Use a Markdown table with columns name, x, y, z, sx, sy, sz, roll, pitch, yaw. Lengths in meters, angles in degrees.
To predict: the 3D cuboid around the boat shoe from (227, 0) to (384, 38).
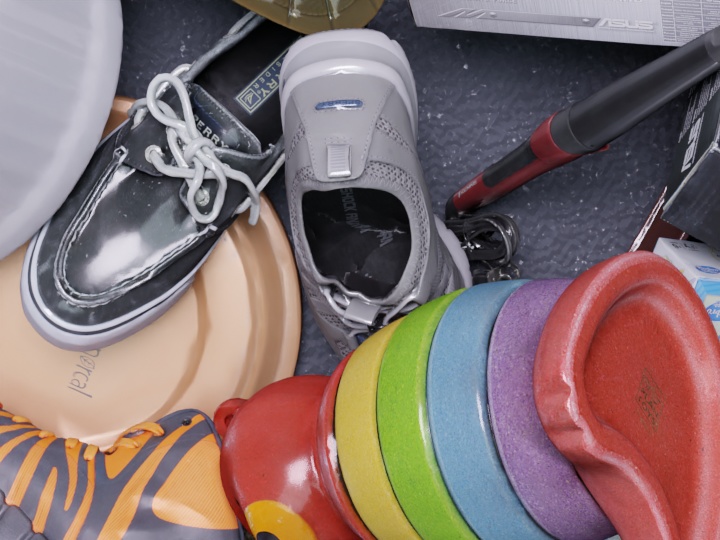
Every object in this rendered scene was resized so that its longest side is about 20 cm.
| name | x | y | z | sx | sy | sz | roll | pitch | yaw |
| --- | --- | --- | --- | --- | --- | --- | --- | --- | --- |
| boat shoe | -0.082 | -0.152 | 0.697 | 0.200 | 0.066 | 0.072 | 28 | 87 | -10 |

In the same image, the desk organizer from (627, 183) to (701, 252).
| name | x | y | z | sx | sy | sz | roll | pitch | yaw |
| --- | --- | --- | --- | --- | --- | --- | --- | --- | --- |
| desk organizer | 0.140 | 0.035 | 0.774 | 0.072 | 0.077 | 0.201 | 30 | 92 | -3 |

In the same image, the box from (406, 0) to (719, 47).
| name | x | y | z | sx | sy | sz | roll | pitch | yaw |
| --- | --- | --- | --- | --- | --- | --- | --- | --- | --- |
| box | 0.129 | -0.164 | 0.708 | 0.199 | 0.048 | 0.159 | 8 | 57 | 19 |

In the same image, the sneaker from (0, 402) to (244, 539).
| name | x | y | z | sx | sy | sz | roll | pitch | yaw |
| --- | --- | --- | --- | --- | --- | --- | --- | --- | --- |
| sneaker | -0.129 | 0.086 | 0.747 | 0.200 | 0.078 | 0.112 | 42 | 60 | 16 |

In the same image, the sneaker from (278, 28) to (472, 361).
| name | x | y | z | sx | sy | sz | roll | pitch | yaw |
| --- | --- | --- | --- | --- | --- | --- | --- | --- | --- |
| sneaker | 0.000 | 0.000 | 0.726 | 0.074 | 0.082 | 0.200 | -7 | 137 | 12 |

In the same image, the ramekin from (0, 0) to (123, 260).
| name | x | y | z | sx | sy | sz | roll | pitch | yaw |
| --- | --- | --- | --- | --- | --- | --- | --- | --- | --- |
| ramekin | -0.206 | -0.097 | 0.713 | 0.199 | 0.098 | 0.202 | -2 | 83 | 19 |

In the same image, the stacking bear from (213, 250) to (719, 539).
| name | x | y | z | sx | sy | sz | roll | pitch | yaw |
| --- | --- | --- | --- | --- | --- | --- | --- | --- | --- |
| stacking bear | 0.031 | 0.066 | 0.670 | 0.199 | 0.114 | 0.122 | -15 | 122 | 35 |

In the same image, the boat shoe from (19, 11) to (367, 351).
| name | x | y | z | sx | sy | sz | roll | pitch | yaw |
| --- | --- | --- | --- | --- | --- | --- | --- | --- | --- |
| boat shoe | -0.066 | -0.050 | 0.741 | 0.199 | 0.068 | 0.074 | -43 | 88 | -16 |

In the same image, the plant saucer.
| name | x | y | z | sx | sy | sz | roll | pitch | yaw |
| --- | --- | --- | --- | --- | --- | --- | --- | --- | --- |
| plant saucer | -0.125 | 0.021 | 0.790 | 0.199 | 0.032 | 0.202 | 0 | 94 | -1 |

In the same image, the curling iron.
| name | x | y | z | sx | sy | sz | roll | pitch | yaw |
| --- | --- | --- | --- | --- | --- | --- | --- | --- | --- |
| curling iron | 0.093 | -0.047 | 0.731 | 0.025 | 0.200 | 0.050 | -21 | 77 | -41 |

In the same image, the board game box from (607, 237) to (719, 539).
| name | x | y | z | sx | sy | sz | roll | pitch | yaw |
| --- | --- | --- | --- | --- | --- | --- | --- | --- | --- |
| board game box | 0.192 | 0.062 | 0.740 | 0.199 | 0.034 | 0.135 | 7 | 116 | -25 |

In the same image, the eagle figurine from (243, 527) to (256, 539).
| name | x | y | z | sx | sy | sz | roll | pitch | yaw |
| --- | --- | --- | --- | --- | --- | --- | --- | --- | --- |
| eagle figurine | -0.025 | 0.165 | 0.754 | 0.152 | 0.151 | 0.200 | 40 | 104 | 19 |

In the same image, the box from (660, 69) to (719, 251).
| name | x | y | z | sx | sy | sz | roll | pitch | yaw |
| --- | --- | --- | --- | --- | --- | --- | --- | --- | --- |
| box | 0.227 | -0.047 | 0.722 | 0.192 | 0.200 | 0.048 | 26 | 132 | -3 |
